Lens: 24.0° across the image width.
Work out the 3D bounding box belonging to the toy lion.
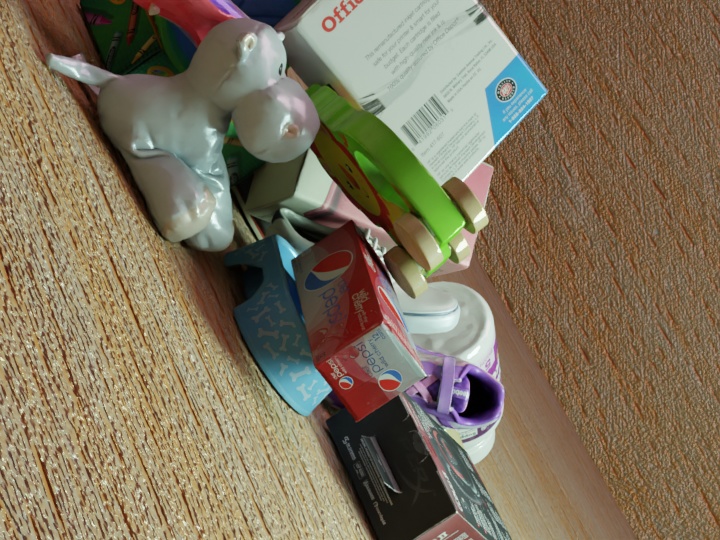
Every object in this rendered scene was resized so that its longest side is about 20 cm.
[{"bbox_3d":[0.013,-0.078,1.396,0.192,0.068,0.200,51,-9,6],"label":"toy lion"}]

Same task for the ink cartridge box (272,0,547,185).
[{"bbox_3d":[0.040,-0.178,1.458,0.200,0.146,0.084,50,-16,-15],"label":"ink cartridge box"}]

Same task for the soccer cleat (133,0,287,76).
[{"bbox_3d":[-0.128,-0.217,1.416,0.200,0.066,0.077,38,36,-40],"label":"soccer cleat"}]

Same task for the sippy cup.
[{"bbox_3d":[-0.124,-0.240,1.512,0.130,0.138,0.180,-126,-138,-62],"label":"sippy cup"}]

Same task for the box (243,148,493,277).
[{"bbox_3d":[0.008,-0.078,1.642,0.198,0.110,0.128,21,-14,-23],"label":"box"}]

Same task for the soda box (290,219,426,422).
[{"bbox_3d":[-0.006,0.037,1.382,0.064,0.070,0.200,54,7,-24],"label":"soda box"}]

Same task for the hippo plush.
[{"bbox_3d":[-0.120,-0.133,1.380,0.201,0.160,0.159,57,8,-2],"label":"hippo plush"}]

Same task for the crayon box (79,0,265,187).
[{"bbox_3d":[-0.173,-0.175,1.587,0.200,0.058,0.119,47,13,-51],"label":"crayon box"}]

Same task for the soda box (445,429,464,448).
[{"bbox_3d":[0.023,0.116,1.628,0.201,0.064,0.068,54,9,-28],"label":"soda box"}]

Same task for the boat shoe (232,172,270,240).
[{"bbox_3d":[-0.088,-0.074,1.700,0.201,0.062,0.071,59,6,3],"label":"boat shoe"}]

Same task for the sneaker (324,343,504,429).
[{"bbox_3d":[0.054,0.103,1.541,0.198,0.082,0.088,15,-1,-34],"label":"sneaker"}]

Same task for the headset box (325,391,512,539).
[{"bbox_3d":[0.056,0.196,1.474,0.200,0.075,0.149,47,13,-53],"label":"headset box"}]

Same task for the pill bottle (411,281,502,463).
[{"bbox_3d":[0.092,0.115,1.755,0.201,0.111,0.113,78,-11,-49],"label":"pill bottle"}]

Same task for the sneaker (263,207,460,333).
[{"bbox_3d":[0.000,0.000,1.556,0.198,0.072,0.073,18,25,6],"label":"sneaker"}]

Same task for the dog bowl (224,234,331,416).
[{"bbox_3d":[-0.062,0.040,1.461,0.112,0.049,0.201,53,9,-28],"label":"dog bowl"}]
